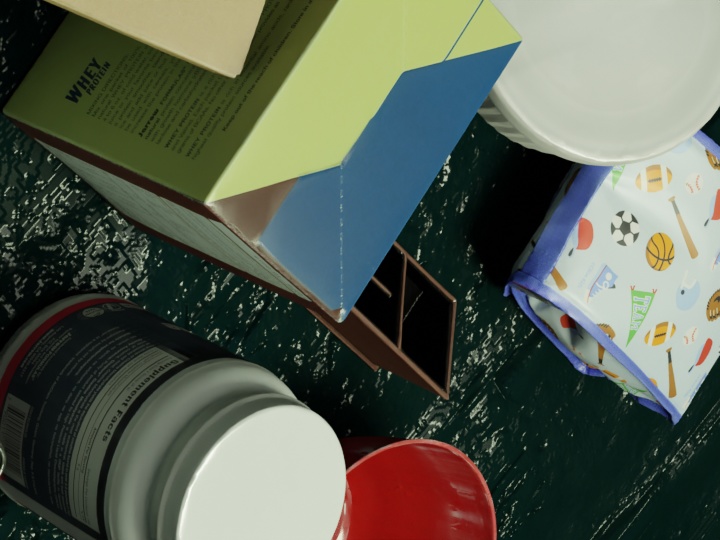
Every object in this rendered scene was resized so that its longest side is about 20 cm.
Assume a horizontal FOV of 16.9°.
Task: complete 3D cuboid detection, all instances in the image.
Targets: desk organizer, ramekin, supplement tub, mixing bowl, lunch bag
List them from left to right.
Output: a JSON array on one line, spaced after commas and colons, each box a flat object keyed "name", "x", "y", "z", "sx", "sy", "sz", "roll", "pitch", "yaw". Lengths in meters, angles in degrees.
[{"name": "supplement tub", "x": -0.117, "y": 0.105, "z": 1.409, "sx": 0.140, "sy": 0.199, "sz": 0.141, "roll": -18, "pitch": 118, "yaw": -37}, {"name": "mixing bowl", "x": -0.016, "y": 0.190, "z": 1.602, "sx": 0.199, "sy": 0.108, "sz": 0.202, "roll": -17, "pitch": 117, "yaw": -37}, {"name": "desk organizer", "x": 0.000, "y": 0.000, "z": 1.564, "sx": 0.072, "sy": 0.077, "sz": 0.200, "roll": -56, "pitch": 134, "yaw": -10}, {"name": "ramekin", "x": 0.143, "y": -0.167, "z": 1.575, "sx": 0.201, "sy": 0.094, "sz": 0.204, "roll": 1, "pitch": 87, "yaw": -20}, {"name": "lunch bag", "x": 0.192, "y": -0.018, "z": 1.707, "sx": 0.171, "sy": 0.123, "sz": 0.200, "roll": -58, "pitch": 142, "yaw": -8}]

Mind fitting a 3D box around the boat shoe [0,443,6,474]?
[{"name": "boat shoe", "x": -0.278, "y": 0.077, "z": 1.339, "sx": 0.199, "sy": 0.071, "sz": 0.073, "roll": 14, "pitch": 97, "yaw": -45}]

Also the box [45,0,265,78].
[{"name": "box", "x": -0.126, "y": -0.212, "z": 1.249, "sx": 0.199, "sy": 0.021, "sz": 0.165, "roll": 22, "pitch": 85, "yaw": -22}]

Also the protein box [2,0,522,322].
[{"name": "protein box", "x": -0.057, "y": -0.111, "z": 1.380, "sx": 0.199, "sy": 0.199, "sz": 0.135, "roll": -57, "pitch": 134, "yaw": -10}]
